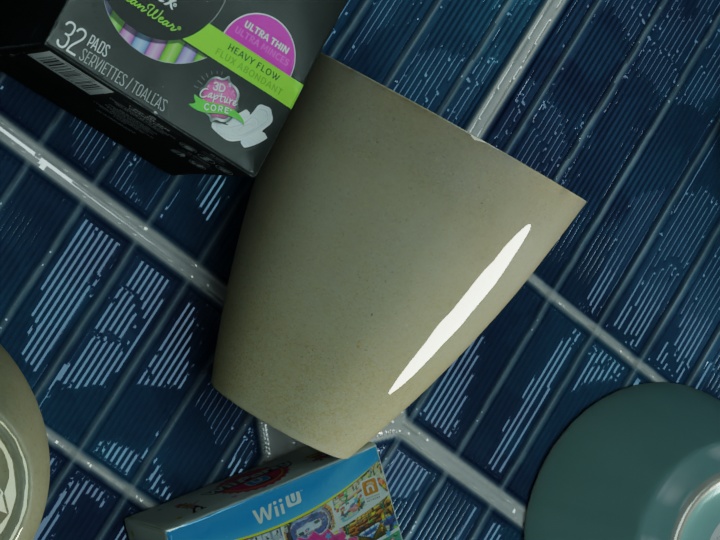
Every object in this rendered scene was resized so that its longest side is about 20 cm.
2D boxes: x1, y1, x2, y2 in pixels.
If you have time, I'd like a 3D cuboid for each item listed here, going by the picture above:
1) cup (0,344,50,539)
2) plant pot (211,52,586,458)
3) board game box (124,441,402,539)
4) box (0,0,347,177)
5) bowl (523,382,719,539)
[{"bbox_3d":[-0.246,0.110,1.353,0.200,0.143,0.200,-2,94,-27],"label":"cup"},{"bbox_3d":[0.000,0.000,1.470,0.187,0.187,0.200,28,94,-26],"label":"plant pot"},{"bbox_3d":[-0.040,0.218,1.510,0.148,0.064,0.200,-21,101,-25],"label":"board game box"},{"bbox_3d":[-0.095,-0.173,1.426,0.149,0.124,0.200,32,77,-25],"label":"box"},{"bbox_3d":[0.215,0.175,1.616,0.201,0.105,0.201,-1,93,-26],"label":"bowl"}]
